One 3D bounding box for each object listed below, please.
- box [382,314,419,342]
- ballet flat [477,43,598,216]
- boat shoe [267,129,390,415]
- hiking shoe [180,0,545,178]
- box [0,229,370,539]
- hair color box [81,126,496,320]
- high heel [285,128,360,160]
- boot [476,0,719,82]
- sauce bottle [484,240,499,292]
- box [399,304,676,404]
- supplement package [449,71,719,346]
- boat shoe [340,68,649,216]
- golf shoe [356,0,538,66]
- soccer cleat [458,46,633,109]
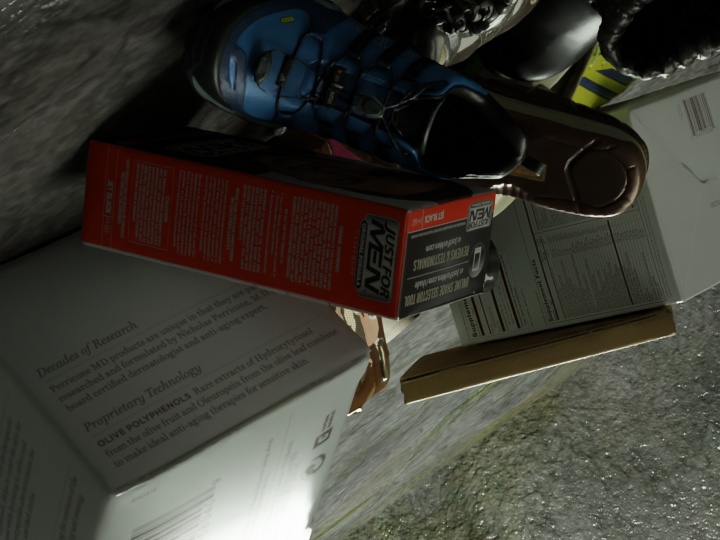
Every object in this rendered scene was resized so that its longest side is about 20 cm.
[{"bbox_3d":[-0.034,0.015,1.568,0.078,0.095,0.200,-42,168,25],"label":"box"},{"bbox_3d":[0.111,-0.118,1.385,0.200,0.069,0.069,-63,-177,-30],"label":"ballet flat"},{"bbox_3d":[-0.020,0.002,1.340,0.074,0.076,0.201,-24,126,-29],"label":"boat shoe"},{"bbox_3d":[0.003,-0.096,1.121,0.200,0.087,0.075,12,99,-37],"label":"hiking shoe"},{"bbox_3d":[-0.134,0.094,1.305,0.200,0.171,0.199,-28,151,-34],"label":"box"},{"bbox_3d":[-0.039,-0.029,1.156,0.101,0.199,0.061,-16,116,-59],"label":"hair color box"},{"bbox_3d":[0.039,-0.086,1.388,0.199,0.067,0.096,-18,126,-21],"label":"high heel"},{"bbox_3d":[0.143,-0.152,1.247,0.079,0.158,0.211,19,129,-25],"label":"boot"},{"bbox_3d":[0.000,0.000,1.430,0.199,0.065,0.065,-6,154,-31],"label":"sauce bottle"},{"bbox_3d":[0.134,0.056,1.601,0.199,0.021,0.163,-15,-178,9],"label":"box"},{"bbox_3d":[0.185,-0.049,1.638,0.200,0.148,0.191,-13,-175,38],"label":"supplement package"},{"bbox_3d":[0.076,-0.084,1.314,0.075,0.202,0.075,-58,165,-61],"label":"boat shoe"},{"bbox_3d":[0.063,-0.168,1.193,0.094,0.078,0.200,-34,179,-23],"label":"golf shoe"},{"bbox_3d":[0.144,-0.148,1.503,0.200,0.065,0.084,-26,159,-39],"label":"soccer cleat"}]
